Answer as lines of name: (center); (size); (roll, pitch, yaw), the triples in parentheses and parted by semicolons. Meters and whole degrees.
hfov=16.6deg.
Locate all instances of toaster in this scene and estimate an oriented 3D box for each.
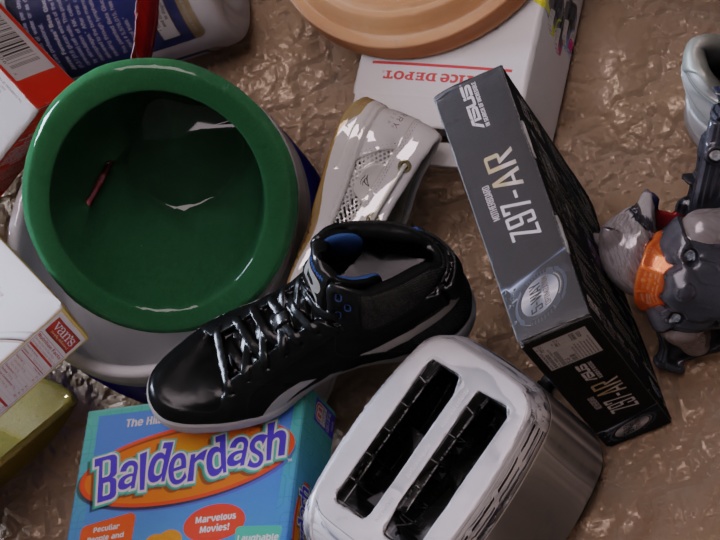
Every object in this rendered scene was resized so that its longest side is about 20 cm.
toaster: (0.056, 0.122, 1.413); (0.114, 0.129, 0.200); (34, 85, 27)

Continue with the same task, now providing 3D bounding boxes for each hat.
hat: (-0.106, -0.086, 1.521); (0.165, 0.176, 0.200); (20, 115, -2)

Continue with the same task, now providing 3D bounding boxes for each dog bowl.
dog bowl: (-0.118, -0.017, 1.559); (0.199, 0.079, 0.201); (-7, 68, 18)

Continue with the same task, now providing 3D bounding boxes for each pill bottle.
pill bottle: (-0.183, -0.175, 1.624); (0.199, 0.111, 0.111); (-16, 66, 14)

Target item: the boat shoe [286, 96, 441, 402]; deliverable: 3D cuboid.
boat shoe: (0.000, 0.000, 1.483); (0.069, 0.071, 0.201); (20, 110, 14)

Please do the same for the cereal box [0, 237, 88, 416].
cereal box: (-0.276, 0.063, 1.493); (0.200, 0.040, 0.144); (-43, 43, -8)

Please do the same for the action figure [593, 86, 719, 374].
action figure: (0.227, -0.019, 1.382); (0.193, 0.105, 0.201); (4, 110, 7)

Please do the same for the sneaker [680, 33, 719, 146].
sneaker: (0.276, -0.102, 1.426); (0.199, 0.099, 0.078); (2, 68, 21)

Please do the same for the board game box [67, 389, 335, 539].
board game box: (-0.100, 0.170, 1.436); (0.152, 0.045, 0.201); (-9, 56, 23)

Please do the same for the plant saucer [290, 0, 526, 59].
plant saucer: (0.035, -0.229, 1.530); (0.200, 0.032, 0.201); (-8, 67, 20)

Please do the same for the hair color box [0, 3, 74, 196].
hair color box: (-0.281, -0.081, 1.592); (0.111, 0.064, 0.200); (47, 118, 6)

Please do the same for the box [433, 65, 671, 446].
box: (0.112, -0.004, 1.398); (0.043, 0.200, 0.161); (-23, 65, 11)

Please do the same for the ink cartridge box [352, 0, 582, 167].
ink cartridge box: (0.070, -0.147, 1.541); (0.115, 0.068, 0.201); (6, 73, 25)

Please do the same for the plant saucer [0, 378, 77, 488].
plant saucer: (-0.308, 0.120, 1.551); (0.200, 0.049, 0.200); (20, 45, 33)

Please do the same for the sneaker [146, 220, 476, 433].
sneaker: (-0.038, 0.022, 1.398); (0.199, 0.112, 0.073); (-20, 62, 1)
